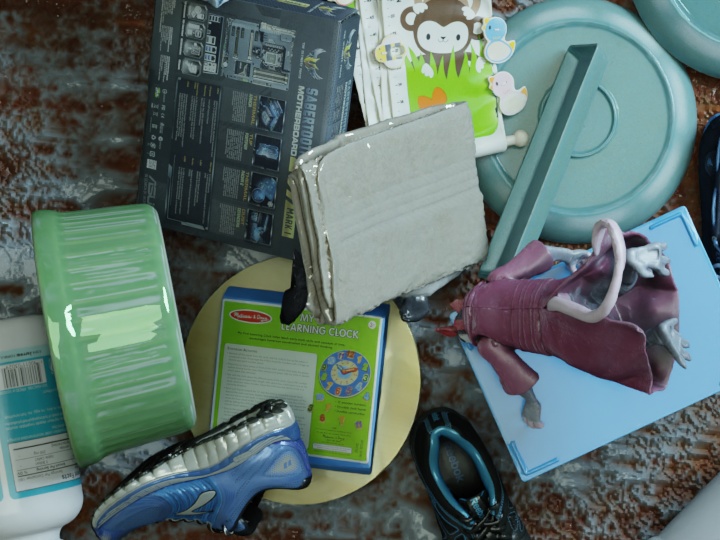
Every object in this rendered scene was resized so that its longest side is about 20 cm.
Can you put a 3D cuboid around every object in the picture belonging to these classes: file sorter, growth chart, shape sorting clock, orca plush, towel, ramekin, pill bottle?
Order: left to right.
[{"bbox_3d":[-0.282,0.142,1.666,0.110,0.111,0.202,-9,88,1],"label":"pill bottle"},{"bbox_3d":[-0.189,0.044,1.627,0.097,0.200,0.202,-11,88,-5],"label":"ramekin"},{"bbox_3d":[-0.048,0.088,1.697,0.198,0.039,0.202,0,92,11],"label":"shape sorting clock"},{"bbox_3d":[0.000,0.000,1.654,0.199,0.071,0.106,-31,104,-42],"label":"orca plush"},{"bbox_3d":[0.024,-0.045,1.601,0.034,0.199,0.134,5,108,43],"label":"towel"},{"bbox_3d":[0.052,-0.175,1.656,0.143,0.018,0.202,-20,104,-8],"label":"growth chart"},{"bbox_3d":[0.186,0.058,1.651,0.198,0.123,0.140,-25,88,0],"label":"file sorter"}]

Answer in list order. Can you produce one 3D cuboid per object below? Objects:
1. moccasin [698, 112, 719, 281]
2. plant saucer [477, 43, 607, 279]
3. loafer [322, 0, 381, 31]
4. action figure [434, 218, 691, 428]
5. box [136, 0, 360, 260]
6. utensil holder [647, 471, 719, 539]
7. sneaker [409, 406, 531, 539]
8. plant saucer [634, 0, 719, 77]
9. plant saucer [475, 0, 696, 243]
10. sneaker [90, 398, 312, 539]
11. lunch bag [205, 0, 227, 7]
[{"bbox_3d":[0.304,-0.027,1.677,0.080,0.068,0.202,-15,88,1],"label":"moccasin"},{"bbox_3d":[0.146,-0.083,1.659,0.019,0.070,0.202,21,89,-15],"label":"plant saucer"},{"bbox_3d":[0.010,-0.237,1.695,0.200,0.073,0.071,-45,76,-3],"label":"loafer"},{"bbox_3d":[0.133,0.040,1.519,0.198,0.148,0.135,-3,78,33],"label":"action figure"},{"bbox_3d":[-0.090,-0.120,1.650,0.156,0.051,0.202,13,112,17],"label":"box"},{"bbox_3d":[0.341,0.207,1.622,0.170,0.170,0.200,44,89,2],"label":"utensil holder"},{"bbox_3d":[0.093,0.207,1.670,0.073,0.082,0.201,-28,89,-1],"label":"sneaker"},{"bbox_3d":[0.315,-0.255,1.696,0.198,0.027,0.202,0,85,-3],"label":"plant saucer"},{"bbox_3d":[0.176,-0.123,1.704,0.198,0.027,0.202,0,88,1],"label":"plant saucer"},{"bbox_3d":[-0.126,0.180,1.663,0.199,0.079,0.090,-25,96,22],"label":"sneaker"},{"bbox_3d":[-0.116,-0.313,1.636,0.169,0.127,0.201,27,74,29],"label":"lunch bag"}]
